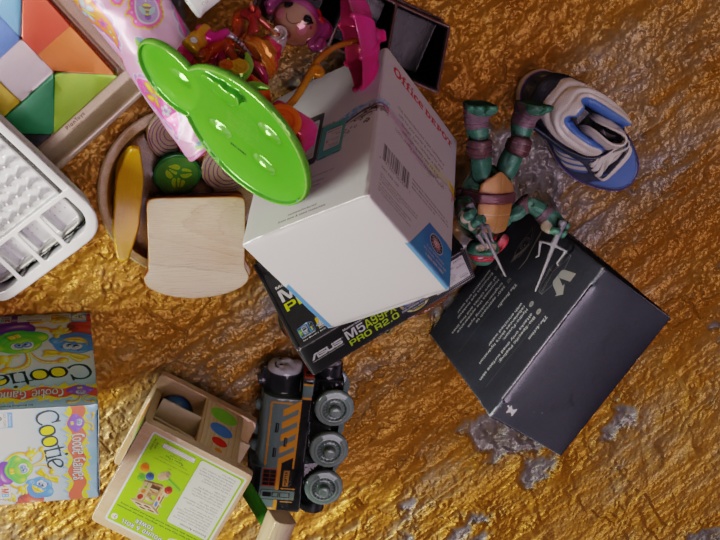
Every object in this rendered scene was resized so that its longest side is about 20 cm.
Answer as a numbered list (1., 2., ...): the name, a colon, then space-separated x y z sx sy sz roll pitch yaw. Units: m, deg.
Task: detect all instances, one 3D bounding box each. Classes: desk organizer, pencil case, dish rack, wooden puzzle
1. desk organizer: -0.001 -0.251 1.070 0.198 0.077 0.072 18 106 -23
2. pencil case: -0.184 -0.203 1.010 0.087 0.087 0.201 -36 105 0
3. dish rack: -0.369 -0.078 1.030 0.171 0.044 0.200 -32 120 22
4. wooden puzzle: -0.329 -0.195 1.017 0.185 0.037 0.200 -41 117 3

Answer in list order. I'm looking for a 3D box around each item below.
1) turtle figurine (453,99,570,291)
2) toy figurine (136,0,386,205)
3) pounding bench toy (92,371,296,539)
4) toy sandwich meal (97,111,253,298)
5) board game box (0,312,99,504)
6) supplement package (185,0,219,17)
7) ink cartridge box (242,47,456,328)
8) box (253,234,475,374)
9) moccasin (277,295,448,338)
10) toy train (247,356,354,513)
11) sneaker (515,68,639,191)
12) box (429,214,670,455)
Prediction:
1. turtle figurine: 0.142 -0.073 1.102 0.149 0.100 0.202 -12 111 -41
2. toy figurine: -0.068 -0.190 0.962 0.199 0.150 0.184 38 64 9
3. pounding bench toy: -0.164 0.227 1.163 0.199 0.156 0.125 29 103 -10
4. toy sandwich meal: -0.178 -0.067 1.098 0.203 0.070 0.207 -6 114 -14
5. board game box: -0.319 0.132 1.067 0.102 0.200 0.106 -1 113 -16
6. supplement package: -0.138 -0.373 0.937 0.191 0.147 0.200 -38 119 1
7. ink cartridge box: -0.003 -0.080 1.040 0.145 0.201 0.147 -19 134 29
8. box: 0.000 0.000 1.129 0.199 0.161 0.044 -30 131 -2
9. moccasin: 0.007 0.039 1.195 0.199 0.078 0.074 -7 114 -14
10. toy train: -0.072 0.192 1.239 0.113 0.085 0.202 5 111 -8
11. sneaker: 0.261 -0.136 1.160 0.200 0.147 0.081 39 98 -27
12. box: 0.206 0.062 1.199 0.117 0.200 0.197 32 101 -26
